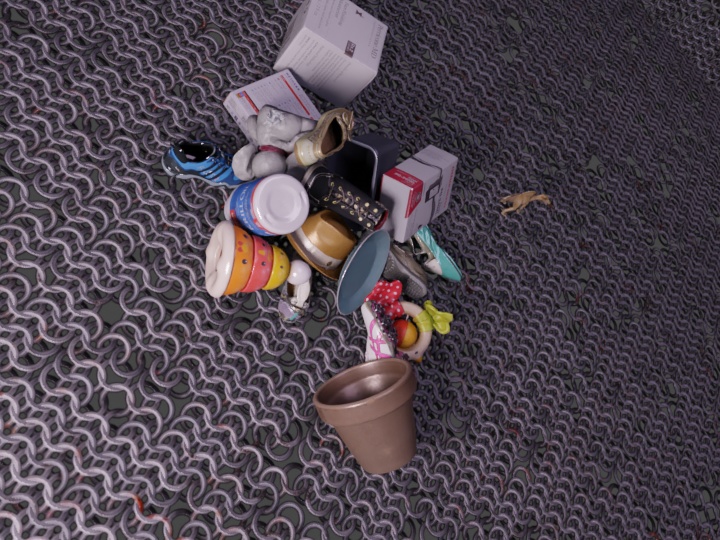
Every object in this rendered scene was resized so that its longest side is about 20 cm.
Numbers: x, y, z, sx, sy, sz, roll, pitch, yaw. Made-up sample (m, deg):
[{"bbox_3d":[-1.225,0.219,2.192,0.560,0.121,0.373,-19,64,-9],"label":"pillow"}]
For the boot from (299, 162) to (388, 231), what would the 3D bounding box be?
[{"bbox_3d":[-0.030,-0.143,1.314,0.154,0.074,0.204,32,8,13],"label":"boot"}]

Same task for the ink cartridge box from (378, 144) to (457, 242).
[{"bbox_3d":[0.128,-0.176,1.480,0.083,0.145,0.200,29,43,25],"label":"ink cartridge box"}]

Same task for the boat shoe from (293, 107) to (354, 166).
[{"bbox_3d":[-0.055,-0.264,1.292,0.200,0.063,0.073,-55,131,-43],"label":"boat shoe"}]

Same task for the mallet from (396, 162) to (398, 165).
[{"bbox_3d":[0.097,-0.221,1.619,0.066,0.041,0.200,-28,82,-41],"label":"mallet"}]

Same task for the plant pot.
[{"bbox_3d":[0.029,0.290,1.269,0.200,0.200,0.175,-27,104,-38],"label":"plant pot"}]

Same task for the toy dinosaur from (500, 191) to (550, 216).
[{"bbox_3d":[0.423,-0.191,1.776,0.200,0.101,0.058,-7,74,-36],"label":"toy dinosaur"}]

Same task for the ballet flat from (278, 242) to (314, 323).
[{"bbox_3d":[-0.121,0.009,1.350,0.072,0.072,0.201,20,60,-26],"label":"ballet flat"}]

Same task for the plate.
[{"bbox_3d":[0.000,0.000,1.378,0.026,0.200,0.200,27,49,22],"label":"plate"}]

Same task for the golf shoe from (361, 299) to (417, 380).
[{"bbox_3d":[0.039,0.161,1.372,0.200,0.092,0.073,67,20,3],"label":"golf shoe"}]

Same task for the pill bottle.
[{"bbox_3d":[-0.190,-0.121,1.268,0.112,0.200,0.112,0,89,-31],"label":"pill bottle"}]

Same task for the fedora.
[{"bbox_3d":[-0.070,-0.072,1.362,0.201,0.082,0.201,41,21,-20],"label":"fedora"}]

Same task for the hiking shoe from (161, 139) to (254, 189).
[{"bbox_3d":[-0.293,-0.215,1.321,0.200,0.087,0.075,-1,70,-34],"label":"hiking shoe"}]

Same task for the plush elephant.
[{"bbox_3d":[-0.167,-0.244,1.325,0.165,0.155,0.200,19,13,5],"label":"plush elephant"}]

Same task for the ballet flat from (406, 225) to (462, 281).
[{"bbox_3d":[0.161,-0.043,1.572,0.070,0.067,0.200,-36,91,-14],"label":"ballet flat"}]

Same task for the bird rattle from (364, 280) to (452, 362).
[{"bbox_3d":[0.096,0.113,1.434,0.200,0.113,0.163,22,76,-20],"label":"bird rattle"}]

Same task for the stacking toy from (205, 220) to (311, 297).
[{"bbox_3d":[-0.187,-0.012,1.259,0.200,0.146,0.146,8,66,-27],"label":"stacking toy"}]

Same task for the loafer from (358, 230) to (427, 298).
[{"bbox_3d":[0.078,-0.020,1.501,0.200,0.075,0.070,45,39,-12],"label":"loafer"}]

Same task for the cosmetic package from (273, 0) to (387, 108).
[{"bbox_3d":[-0.069,-0.528,1.556,0.200,0.165,0.165,25,59,-23],"label":"cosmetic package"}]

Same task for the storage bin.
[{"bbox_3d":[0.001,-0.212,1.462,0.145,0.200,0.134,25,34,24],"label":"storage bin"}]

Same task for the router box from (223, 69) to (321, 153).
[{"bbox_3d":[-0.177,-0.334,1.474,0.179,0.049,0.200,-36,92,-38],"label":"router box"}]
